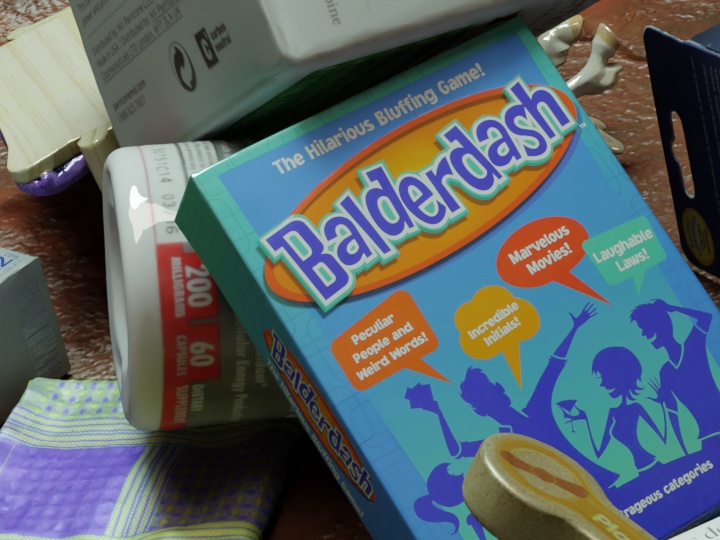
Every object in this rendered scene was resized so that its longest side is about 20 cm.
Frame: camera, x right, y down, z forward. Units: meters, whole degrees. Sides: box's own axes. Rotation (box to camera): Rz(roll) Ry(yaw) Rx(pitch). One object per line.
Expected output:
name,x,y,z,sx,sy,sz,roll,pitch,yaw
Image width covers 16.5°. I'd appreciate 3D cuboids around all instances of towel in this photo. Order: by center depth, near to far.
towel,-0.103,0.098,0.996,0.143,0.023,0.200,-3,31,21

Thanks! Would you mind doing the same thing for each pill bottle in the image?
pill bottle,0.000,0.000,1.000,0.199,0.115,0.114,-5,28,-10

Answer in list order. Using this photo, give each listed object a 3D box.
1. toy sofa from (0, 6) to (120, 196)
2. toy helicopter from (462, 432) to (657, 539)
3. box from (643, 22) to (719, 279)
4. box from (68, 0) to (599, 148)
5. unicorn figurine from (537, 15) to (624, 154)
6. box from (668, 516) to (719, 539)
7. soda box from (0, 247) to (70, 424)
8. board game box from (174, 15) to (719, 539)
toy sofa,-0.124,-0.061,1.201,0.097,0.083,0.200,-29,26,-7
toy helicopter,0.118,0.114,0.774,0.200,0.079,0.132,38,27,22
box,0.188,-0.026,0.979,0.032,0.122,0.200,-27,32,-21
box,-0.023,-0.169,1.014,0.171,0.201,0.199,-19,-2,-25
unicorn figurine,0.030,-0.118,1.161,0.137,0.201,0.074,-32,-13,-5
box,0.165,0.096,0.863,0.199,0.042,0.039,-21,30,-14
soda box,-0.220,0.063,1.066,0.068,0.064,0.200,14,40,38
board game box,0.047,0.023,0.911,0.152,0.045,0.201,-28,75,-22
